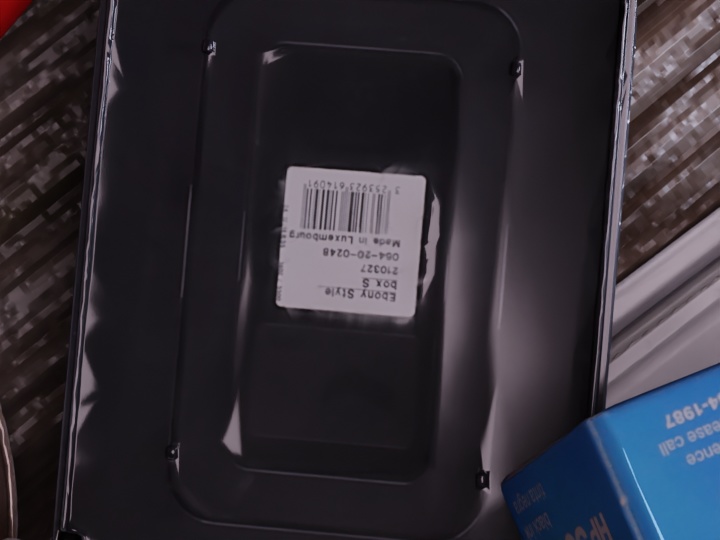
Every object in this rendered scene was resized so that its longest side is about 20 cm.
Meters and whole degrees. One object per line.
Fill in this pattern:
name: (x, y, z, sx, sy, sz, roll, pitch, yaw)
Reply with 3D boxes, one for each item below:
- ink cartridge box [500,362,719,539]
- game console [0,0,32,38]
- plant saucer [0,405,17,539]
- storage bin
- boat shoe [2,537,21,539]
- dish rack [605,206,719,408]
ink cartridge box: (0.142, 0.108, 0.661, 0.146, 0.084, 0.200, -19, 80, -19)
game console: (-0.161, -0.147, 0.707, 0.172, 0.119, 0.200, -49, 130, 3)
plant saucer: (-0.192, 0.066, 0.752, 0.200, 0.032, 0.200, 0, 90, -17)
storage bin: (0.000, 0.000, 0.755, 0.135, 0.094, 0.200, 5, 88, 6)
boat shoe: (-0.108, 0.167, 0.733, 0.060, 0.074, 0.200, -6, 114, -33)
dish rack: (0.129, 0.072, 0.840, 0.200, 0.044, 0.172, -36, 98, -14)
